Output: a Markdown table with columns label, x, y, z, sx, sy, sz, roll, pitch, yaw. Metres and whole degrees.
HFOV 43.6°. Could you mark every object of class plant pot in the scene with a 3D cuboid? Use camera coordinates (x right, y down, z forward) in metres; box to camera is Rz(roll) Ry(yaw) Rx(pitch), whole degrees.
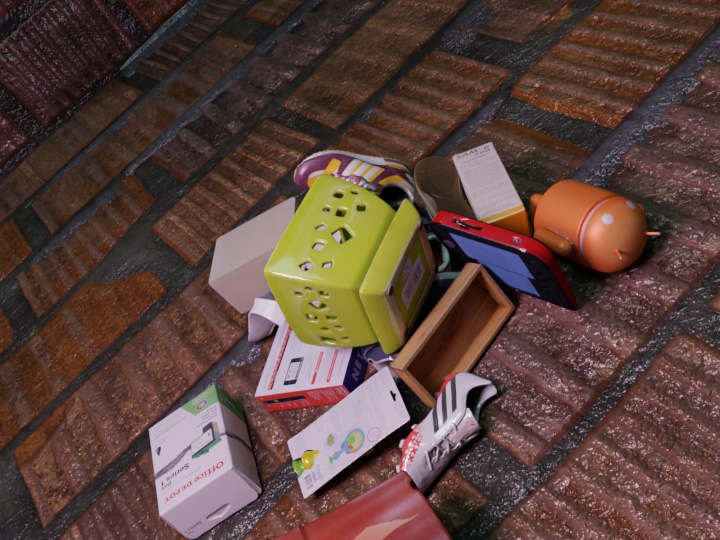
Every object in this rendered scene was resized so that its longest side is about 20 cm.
| label | x | y | z | sx | sy | sz | roll | pitch | yaw |
| --- | --- | --- | --- | --- | --- | --- | --- | --- | --- |
| plant pot | 0.000 | 0.000 | 1.344 | 0.181 | 0.199 | 0.200 | 12 | 59 | 25 |
| plant pot | 0.016 | 0.359 | 1.096 | 0.195 | 0.201 | 0.201 | -33 | 36 | -7 |

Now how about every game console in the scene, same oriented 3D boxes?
| label | x | y | z | sx | sy | sz | roll | pitch | yaw |
| --- | --- | --- | --- | --- | --- | --- | --- | --- | --- |
| game console | 0.205 | -0.012 | 1.301 | 0.200 | 0.177 | 0.031 | 22 | 71 | 37 |

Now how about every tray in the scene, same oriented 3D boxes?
| label | x | y | z | sx | sy | sz | roll | pitch | yaw |
| --- | --- | --- | --- | --- | --- | --- | --- | --- | --- |
| tray | 0.138 | 0.096 | 1.331 | 0.200 | 0.099 | 0.037 | -52 | 27 | -18 |

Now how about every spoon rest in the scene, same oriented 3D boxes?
| label | x | y | z | sx | sy | sz | roll | pitch | yaw |
| --- | --- | --- | --- | --- | --- | --- | --- | --- | --- |
| spoon rest | -0.170 | 0.076 | 1.589 | 0.100 | 0.060 | 0.200 | -68 | 11 | -13 |

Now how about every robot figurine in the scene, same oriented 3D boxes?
| label | x | y | z | sx | sy | sz | roll | pitch | yaw |
| --- | --- | --- | --- | --- | --- | --- | --- | --- | --- |
| robot figurine | 0.338 | -0.067 | 1.324 | 0.200 | 0.144 | 0.117 | 32 | 101 | 52 |

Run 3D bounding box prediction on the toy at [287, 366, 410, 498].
| label | x | y | z | sx | sy | sz | roll | pitch | yaw |
| --- | --- | --- | --- | --- | --- | --- | --- | --- | --- |
| toy | -0.012 | 0.247 | 1.345 | 0.200 | 0.047 | 0.115 | -36 | 39 | 9 |

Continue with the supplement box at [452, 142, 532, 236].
| label | x | y | z | sx | sy | sz | roll | pitch | yaw |
| --- | --- | --- | --- | --- | --- | --- | --- | --- | --- |
| supplement box | 0.218 | -0.097 | 1.442 | 0.073 | 0.126 | 0.200 | -20 | 39 | 6 |

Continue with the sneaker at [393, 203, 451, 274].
| label | x | y | z | sx | sy | sz | roll | pitch | yaw |
| --- | --- | --- | --- | --- | --- | --- | --- | --- | --- |
| sneaker | 0.091 | -0.063 | 1.481 | 0.078 | 0.079 | 0.200 | -29 | 70 | -12 |

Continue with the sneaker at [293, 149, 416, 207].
| label | x | y | z | sx | sy | sz | roll | pitch | yaw |
| --- | --- | --- | --- | --- | --- | --- | --- | --- | --- |
| sneaker | -0.006 | -0.140 | 1.456 | 0.199 | 0.075 | 0.090 | 0 | 41 | -13 |

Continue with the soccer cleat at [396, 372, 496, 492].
| label | x | y | z | sx | sy | sz | roll | pitch | yaw |
| --- | --- | --- | --- | --- | --- | --- | --- | --- | --- |
| soccer cleat | 0.120 | 0.224 | 1.242 | 0.085 | 0.069 | 0.200 | 0 | 46 | 46 |

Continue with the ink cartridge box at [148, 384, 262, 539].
| label | x | y | z | sx | sy | sz | roll | pitch | yaw |
| --- | --- | --- | --- | --- | --- | --- | --- | --- | --- |
| ink cartridge box | -0.254 | 0.306 | 1.454 | 0.146 | 0.084 | 0.200 | -35 | 36 | 5 |

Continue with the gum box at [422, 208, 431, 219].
| label | x | y | z | sx | sy | sz | roll | pitch | yaw |
| --- | --- | --- | --- | --- | --- | --- | --- | --- | --- |
| gum box | 0.033 | -0.057 | 1.613 | 0.200 | 0.066 | 0.114 | 13 | 61 | 47 |

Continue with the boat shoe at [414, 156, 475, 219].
| label | x | y | z | sx | sy | sz | roll | pitch | yaw |
| --- | --- | --- | --- | --- | --- | --- | --- | --- | --- |
| boat shoe | 0.138 | -0.108 | 1.464 | 0.072 | 0.065 | 0.200 | -18 | 47 | -4 |

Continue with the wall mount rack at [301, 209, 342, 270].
| label | x | y | z | sx | sy | sz | roll | pitch | yaw |
| --- | --- | --- | --- | --- | --- | --- | --- | --- | --- |
| wall mount rack | -0.057 | -0.057 | 1.570 | 0.174 | 0.074 | 0.201 | 37 | 112 | 39 |

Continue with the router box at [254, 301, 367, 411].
| label | x | y | z | sx | sy | sz | roll | pitch | yaw |
| --- | --- | --- | --- | --- | --- | --- | --- | --- | --- |
| router box | -0.068 | 0.133 | 1.511 | 0.179 | 0.049 | 0.200 | -11 | 44 | 32 |

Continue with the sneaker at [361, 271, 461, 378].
| label | x | y | z | sx | sy | sz | roll | pitch | yaw |
| --- | --- | --- | --- | --- | --- | --- | --- | --- | --- |
| sneaker | 0.093 | 0.089 | 1.406 | 0.202 | 0.077 | 0.147 | -18 | 50 | 10 |

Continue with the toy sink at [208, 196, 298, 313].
| label | x | y | z | sx | sy | sz | roll | pitch | yaw |
| --- | --- | --- | --- | --- | --- | --- | --- | --- | --- |
| toy sink | -0.173 | -0.026 | 1.718 | 0.200 | 0.112 | 0.131 | -27 | 37 | 23 |
